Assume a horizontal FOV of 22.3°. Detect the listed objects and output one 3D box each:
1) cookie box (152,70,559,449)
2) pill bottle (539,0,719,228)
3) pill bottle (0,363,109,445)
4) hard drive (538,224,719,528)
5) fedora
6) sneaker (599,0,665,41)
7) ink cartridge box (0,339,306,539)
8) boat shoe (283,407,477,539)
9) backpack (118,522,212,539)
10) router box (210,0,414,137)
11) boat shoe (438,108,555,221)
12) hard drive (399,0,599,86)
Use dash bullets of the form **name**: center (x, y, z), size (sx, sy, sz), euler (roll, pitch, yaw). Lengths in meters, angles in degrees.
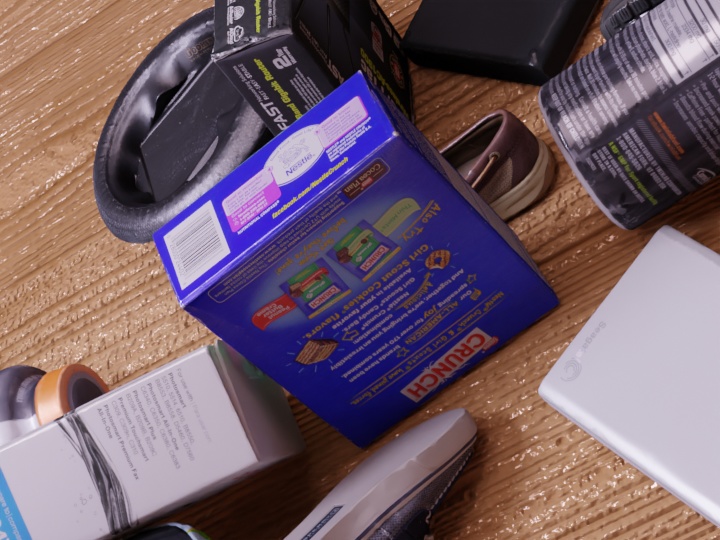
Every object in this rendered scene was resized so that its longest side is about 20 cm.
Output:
- **cookie box**: center (0.000, 0.000, 1.145), size (0.171, 0.200, 0.075), euler (-37, 43, 11)
- **pill bottle**: center (0.216, -0.120, 1.111), size (0.199, 0.106, 0.107), euler (-33, 46, 16)
- **pill bottle**: center (-0.272, 0.135, 1.339), size (0.199, 0.106, 0.107), euler (-25, 48, 24)
- **hard drive**: center (0.208, 0.068, 1.057), size (0.132, 0.026, 0.200), euler (-52, 44, -2)
- **fedora**: center (-0.108, -0.098, 1.374), size (0.200, 0.091, 0.202), euler (-24, 52, 35)
- **sneaker**: center (0.247, -0.200, 1.189), size (0.199, 0.076, 0.091), euler (-24, 38, 16)
- **ink cartridge box**: center (-0.149, 0.124, 1.185), size (0.199, 0.146, 0.085), euler (-25, 84, 9)
- **boat shoe**: center (0.015, 0.176, 1.115), size (0.200, 0.093, 0.075), euler (-39, 11, -26)
- **backpack**: center (-0.137, 0.243, 1.145), size (0.200, 0.153, 0.164), euler (-48, 35, 31)
- **router box**: center (-0.030, -0.152, 1.271), size (0.062, 0.200, 0.151), euler (-18, 51, 20)
- **boat shoe**: center (0.034, -0.041, 1.238), size (0.199, 0.072, 0.073), euler (-32, 46, 18)
- **hard drive**: center (0.125, -0.231, 1.324), size (0.139, 0.033, 0.201), euler (15, 72, 44)
